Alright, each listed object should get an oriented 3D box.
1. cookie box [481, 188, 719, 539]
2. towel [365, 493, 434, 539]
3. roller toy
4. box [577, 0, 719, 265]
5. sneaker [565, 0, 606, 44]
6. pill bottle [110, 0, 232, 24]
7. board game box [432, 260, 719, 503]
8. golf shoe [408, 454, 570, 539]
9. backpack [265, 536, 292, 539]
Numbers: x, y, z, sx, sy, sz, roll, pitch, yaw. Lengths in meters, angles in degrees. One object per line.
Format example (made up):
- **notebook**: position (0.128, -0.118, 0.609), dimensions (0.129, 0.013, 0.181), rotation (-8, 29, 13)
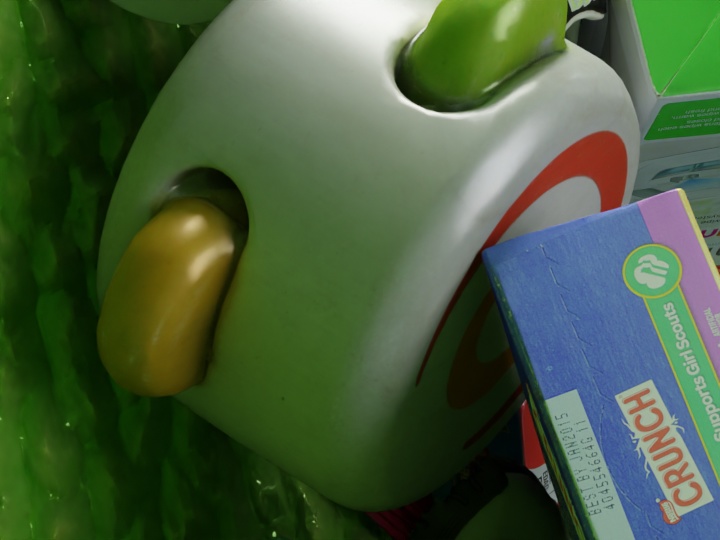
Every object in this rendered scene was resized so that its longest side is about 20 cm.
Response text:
- **cookie box**: position (0.113, 0.092, 0.937), dimensions (0.200, 0.075, 0.172), rotation (67, 4, -65)
- **towel**: position (0.000, 0.000, 1.156), dimensions (0.145, 0.022, 0.200), rotation (43, 44, -49)
- **roller toy**: position (-0.002, -0.018, 0.976), dimensions (0.200, 0.140, 0.182), rotation (-55, 159, -9)
- **box**: position (0.121, -0.123, 1.113), dimensions (0.177, 0.096, 0.200), rotation (114, -32, -65)
- **sneaker**: position (0.042, -0.089, 1.081), dimensions (0.200, 0.075, 0.077), rotation (115, -46, -66)
- **pill bottle**: position (-0.044, -0.183, 1.018), dimensions (0.112, 0.112, 0.200), rotation (63, 32, -33)
- **board game box**: position (0.117, 0.091, 1.203), dimensions (0.196, 0.056, 0.200), rotation (-32, 128, -38)
- **golf shoe**: position (0.078, 0.151, 1.061), dimensions (0.077, 0.088, 0.200), rotation (-41, 137, -19)
- **backpack**: position (0.026, 0.213, 0.976), dimensions (0.154, 0.176, 0.200), rotation (-61, 146, -18)
